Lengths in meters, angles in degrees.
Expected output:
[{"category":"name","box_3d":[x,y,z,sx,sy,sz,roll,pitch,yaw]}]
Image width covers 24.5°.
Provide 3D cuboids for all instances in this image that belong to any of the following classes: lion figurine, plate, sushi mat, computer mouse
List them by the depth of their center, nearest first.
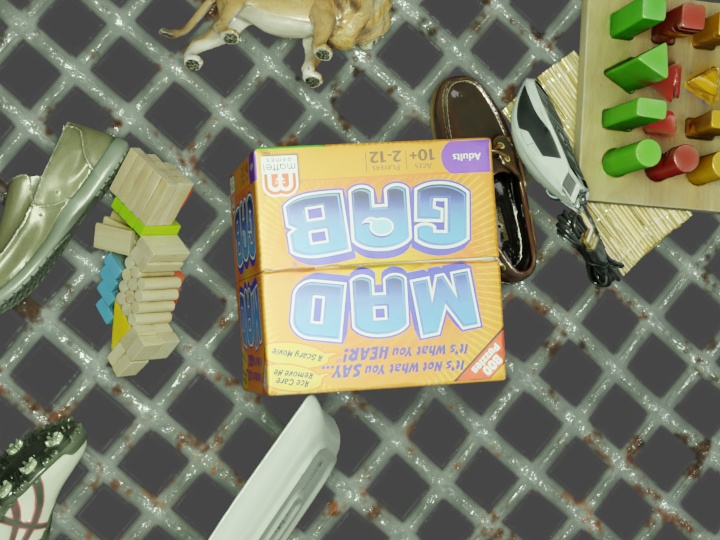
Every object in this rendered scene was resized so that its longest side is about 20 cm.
[{"category":"plate","box_3d":[-0.077,0.207,1.413,0.032,0.200,0.200,33,82,11]},{"category":"lion figurine","box_3d":[-0.072,-0.230,1.489,0.199,0.073,0.123,13,52,-3]},{"category":"computer mouse","box_3d":[0.176,-0.083,1.497,0.044,0.110,0.201,-28,60,17]},{"category":"sushi mat","box_3d":[0.225,-0.103,1.569,0.096,0.012,0.200,-38,95,-10]}]

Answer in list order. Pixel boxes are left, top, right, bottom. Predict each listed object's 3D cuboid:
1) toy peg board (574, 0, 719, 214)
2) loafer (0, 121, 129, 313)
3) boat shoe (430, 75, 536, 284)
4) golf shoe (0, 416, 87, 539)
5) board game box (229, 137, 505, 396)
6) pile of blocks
[{"category":"toy peg board","box_3d":[0.311,-0.160,1.535,0.198,0.098,0.201,5,86,-13]},{"category":"loafer","box_3d":[-0.284,-0.047,1.452,0.070,0.075,0.200,36,73,-2]},{"category":"boat shoe","box_3d":[0.120,-0.086,1.522,0.070,0.070,0.201,-19,91,-11]},{"category":"golf shoe","box_3d":[-0.299,0.218,1.447,0.200,0.077,0.088,-49,117,-6]},{"category":"board game box","box_3d":[0.000,0.000,1.431,0.199,0.200,0.201,-4,88,-10]},{"category":"pile of blocks","box_3d":[-0.190,-0.007,1.476,0.062,0.082,0.201,-2,105,-53]}]
